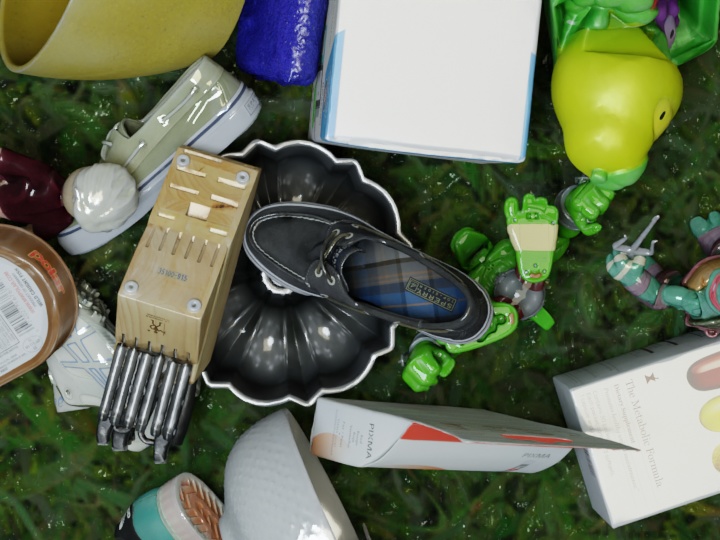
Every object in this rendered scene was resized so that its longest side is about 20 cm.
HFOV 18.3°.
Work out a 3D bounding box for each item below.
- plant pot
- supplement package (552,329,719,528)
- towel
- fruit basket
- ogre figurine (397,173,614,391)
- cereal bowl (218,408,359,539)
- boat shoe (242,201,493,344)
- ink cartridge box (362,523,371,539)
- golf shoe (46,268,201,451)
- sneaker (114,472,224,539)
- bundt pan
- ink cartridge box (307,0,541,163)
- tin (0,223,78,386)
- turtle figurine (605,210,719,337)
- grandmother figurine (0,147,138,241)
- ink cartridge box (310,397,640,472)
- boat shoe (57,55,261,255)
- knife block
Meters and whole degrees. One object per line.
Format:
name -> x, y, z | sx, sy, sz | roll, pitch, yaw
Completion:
plant pot -> -0.165, -0.223, 1.656 | 0.141, 0.200, 0.202 | 17, 92, -26
supplement package -> 0.261, 0.106, 1.707 | 0.199, 0.110, 0.115 | -19, 93, -1
towel -> -0.055, -0.239, 1.664 | 0.049, 0.148, 0.202 | 5, 93, -12
fruit basket -> 0.199, -0.167, 1.639 | 0.154, 0.216, 0.217 | -22, 93, -1
ogre figurine -> 0.108, 0.010, 1.693 | 0.098, 0.120, 0.201 | 25, 90, 1
cereal bowl -> -0.048, 0.208, 1.657 | 0.083, 0.200, 0.201 | -26, 93, 2
boat shoe -> 0.000, 0.000, 1.618 | 0.199, 0.066, 0.070 | 26, 88, 15
ink cartridge box -> 0.066, 0.282, 1.703 | 0.067, 0.115, 0.201 | -20, 93, -2
golf shoe -> -0.220, 0.060, 1.709 | 0.199, 0.078, 0.098 | 36, 100, 0
sneaker -> -0.110, 0.250, 1.726 | 0.080, 0.071, 0.201 | -29, 103, 26
bundt pan -> -0.060, 0.000, 1.708 | 0.200, 0.076, 0.204 | 0, 93, -3
ink cartridge box -> 0.044, -0.158, 1.643 | 0.145, 0.200, 0.148 | 6, 92, -5
tin -> -0.301, 0.041, 1.676 | 0.199, 0.042, 0.112 | -28, 99, 27
turtle figurine -> 0.257, -0.002, 1.657 | 0.149, 0.200, 0.102 | -14, 92, -2
grandmother figurine -> -0.257, -0.060, 1.659 | 0.198, 0.121, 0.061 | 4, 68, 21
ink cartridge box -> 0.082, 0.132, 1.632 | 0.161, 0.200, 0.051 | 6, 94, -33
boat shoe -> -0.162, -0.088, 1.684 | 0.200, 0.072, 0.062 | -38, 105, 20
knife block -> -0.136, 0.035, 1.643 | 0.063, 0.176, 0.201 | 17, 57, 3
